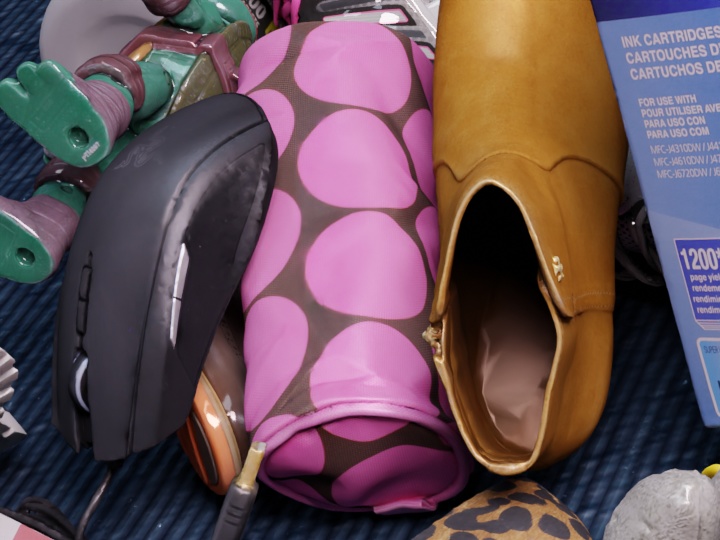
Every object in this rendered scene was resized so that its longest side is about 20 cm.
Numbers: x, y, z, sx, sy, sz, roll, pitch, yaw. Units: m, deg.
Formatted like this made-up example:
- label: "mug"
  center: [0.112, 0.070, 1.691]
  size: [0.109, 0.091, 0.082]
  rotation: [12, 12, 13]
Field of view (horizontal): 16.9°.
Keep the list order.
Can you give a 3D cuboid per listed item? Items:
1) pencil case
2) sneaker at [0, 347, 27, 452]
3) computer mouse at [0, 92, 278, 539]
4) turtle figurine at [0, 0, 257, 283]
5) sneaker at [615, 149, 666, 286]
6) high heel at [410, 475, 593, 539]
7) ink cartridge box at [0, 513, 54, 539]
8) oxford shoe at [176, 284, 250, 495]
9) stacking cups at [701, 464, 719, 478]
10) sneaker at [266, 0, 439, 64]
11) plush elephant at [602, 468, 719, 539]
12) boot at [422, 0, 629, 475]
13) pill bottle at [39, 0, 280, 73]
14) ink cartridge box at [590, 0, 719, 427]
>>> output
- label: "pencil case"
  center: [0.000, 0.000, 0.907]
  size: [0.091, 0.094, 0.200]
  rotation: [-11, 50, 13]
- label: "sneaker"
  center: [-0.173, 0.032, 0.885]
  size: [0.076, 0.081, 0.200]
  rotation: [-26, -9, -13]
- label: "computer mouse"
  center: [-0.073, 0.032, 0.852]
  size: [0.140, 0.046, 0.200]
  rotation: [23, 91, 53]
- label: "turtle figurine"
  center: [-0.093, -0.081, 0.986]
  size: [0.101, 0.150, 0.200]
  rotation: [15, 33, 11]
- label: "sneaker"
  center: [0.096, -0.005, 0.938]
  size: [0.115, 0.075, 0.200]
  rotation: [-30, 25, -10]
- label: "high heel"
  center: [-0.021, 0.116, 0.773]
  size: [0.200, 0.071, 0.143]
  rotation: [4, 39, 1]
- label: "ink cartridge box"
  center: [-0.170, 0.164, 0.781]
  size: [0.116, 0.068, 0.200]
  rotation: [17, 44, 43]
- label: "oxford shoe"
  center: [-0.046, 0.018, 0.959]
  size: [0.073, 0.071, 0.200]
  rotation: [-13, 30, -2]
- label: "stacking cups"
  center: [0.211, 0.059, 0.793]
  size: [0.200, 0.061, 0.061]
  rotation: [-19, 30, -14]
- label: "sneaker"
  center: [-0.007, -0.093, 1.054]
  size: [0.200, 0.074, 0.087]
  rotation: [44, 68, 12]
- label: "plush elephant"
  center: [0.109, 0.140, 0.607]
  size: [0.200, 0.165, 0.155]
  rotation: [-40, 12, 15]
- label: "boot"
  center: [0.055, -0.032, 0.831]
  size: [0.071, 0.202, 0.144]
  rotation: [-6, -3, 11]
- label: "pill bottle"
  center: [-0.065, -0.144, 1.184]
  size: [0.112, 0.113, 0.200]
  rotation: [0, 35, 25]
- label: "ink cartridge box"
  center: [0.153, -0.054, 0.750]
  size: [0.136, 0.200, 0.076]
  rotation: [-3, 18, 46]
